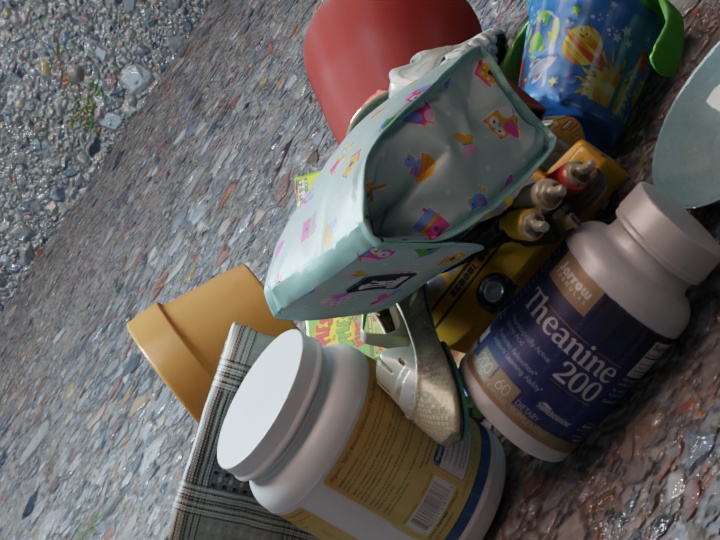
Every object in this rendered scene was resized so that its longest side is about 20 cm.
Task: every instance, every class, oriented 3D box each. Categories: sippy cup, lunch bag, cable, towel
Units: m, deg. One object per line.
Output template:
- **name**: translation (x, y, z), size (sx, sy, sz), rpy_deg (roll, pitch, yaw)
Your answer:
- **sippy cup**: translation (0.198, -0.180, 1.550), size (0.178, 0.138, 0.131), rpy_deg (113, 176, -69)
- **lunch bag**: translation (0.026, -0.049, 1.298), size (0.200, 0.122, 0.170), rpy_deg (-47, 9, -35)
- **cable**: translation (0.114, -0.046, 1.336), size (0.097, 0.050, 0.199), rpy_deg (-47, 18, -26)
- **towel**: translation (-0.051, 0.163, 1.468), size (0.034, 0.199, 0.194), rpy_deg (8, 79, 59)

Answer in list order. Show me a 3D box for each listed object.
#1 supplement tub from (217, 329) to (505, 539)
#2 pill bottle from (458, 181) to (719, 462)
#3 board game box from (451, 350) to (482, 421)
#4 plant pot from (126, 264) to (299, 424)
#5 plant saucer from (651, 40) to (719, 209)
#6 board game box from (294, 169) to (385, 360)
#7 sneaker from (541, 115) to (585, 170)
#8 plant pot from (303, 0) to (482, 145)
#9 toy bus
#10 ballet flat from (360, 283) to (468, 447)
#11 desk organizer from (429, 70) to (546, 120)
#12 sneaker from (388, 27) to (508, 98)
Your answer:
- **supplement tub**: translation (0.001, 0.148, 1.391), size (0.145, 0.199, 0.145), rpy_deg (-49, 21, 26)
- **pill bottle**: translation (0.173, 0.036, 1.299), size (0.200, 0.111, 0.111), rpy_deg (-50, 21, 17)
- **board game box**: translation (0.119, 0.054, 1.520), size (0.200, 0.029, 0.135), rpy_deg (-47, 21, 24)
- **plant pot**: translation (-0.131, 0.089, 1.841), size (0.140, 0.201, 0.200), rpy_deg (-40, 20, -4)
- **plant saucer**: translation (0.306, -0.123, 1.341), size (0.201, 0.039, 0.202), rpy_deg (-48, 21, 25)
- **board game box**: translation (0.000, 0.000, 1.603), size (0.101, 0.048, 0.202), rpy_deg (-16, 65, 25)
- **sneaker**: translation (0.108, -0.082, 1.534), size (0.199, 0.089, 0.075), rpy_deg (2, 22, 39)
- **plant pot**: translation (0.044, -0.189, 1.852), size (0.200, 0.199, 0.178), rpy_deg (-46, 31, 27)
- **toy bus**: translation (0.129, -0.022, 1.428), size (0.078, 0.065, 0.201), rpy_deg (42, 102, 29)
- **ballet flat**: translation (0.034, 0.065, 1.352), size (0.201, 0.062, 0.068), rpy_deg (-106, 19, -52)
- **desk organizer**: translation (0.076, -0.071, 1.460), size (0.071, 0.077, 0.201), rpy_deg (-23, -35, -43)
- **sneaker**: translation (0.087, -0.184, 1.629), size (0.080, 0.076, 0.200), rpy_deg (1, 11, 22)
